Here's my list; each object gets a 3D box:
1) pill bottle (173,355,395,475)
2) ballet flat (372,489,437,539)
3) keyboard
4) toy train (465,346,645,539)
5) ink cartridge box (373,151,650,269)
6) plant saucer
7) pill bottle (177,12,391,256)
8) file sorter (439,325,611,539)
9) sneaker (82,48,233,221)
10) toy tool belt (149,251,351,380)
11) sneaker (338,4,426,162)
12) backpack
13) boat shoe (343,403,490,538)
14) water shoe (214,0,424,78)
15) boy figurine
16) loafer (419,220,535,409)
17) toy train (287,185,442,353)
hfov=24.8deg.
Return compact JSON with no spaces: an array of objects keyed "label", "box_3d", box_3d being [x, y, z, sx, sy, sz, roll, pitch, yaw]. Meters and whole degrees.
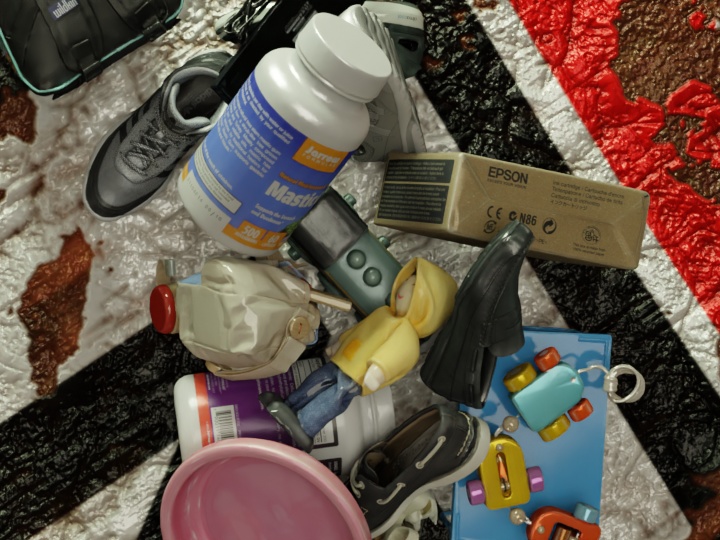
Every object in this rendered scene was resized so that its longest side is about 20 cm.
[{"label":"pill bottle","box_3d":[-0.071,0.142,1.530,0.198,0.112,0.114,-7,95,-7]},{"label":"ballet flat","box_3d":[0.038,0.240,1.525,0.068,0.068,0.201,30,52,-25]},{"label":"keyboard","box_3d":[-0.067,-0.230,1.473,0.201,0.039,0.104,-54,132,-12]},{"label":"toy train","box_3d":[0.174,0.168,1.472,0.149,0.056,0.202,15,95,-9]},{"label":"ink cartridge box","box_3d":[0.135,-0.055,1.495,0.198,0.165,0.076,10,91,-24]},{"label":"plant saucer","box_3d":[-0.078,0.230,1.449,0.199,0.051,0.202,9,118,16]},{"label":"pill bottle","box_3d":[-0.062,-0.118,1.407,0.112,0.112,0.200,36,117,-8]},{"label":"file sorter","box_3d":[0.150,0.153,1.554,0.137,0.123,0.202,3,93,-7]},{"label":"sneaker","box_3d":[-0.182,-0.126,1.497,0.075,0.114,0.200,43,88,-7]},{"label":"toy tool belt","box_3d":[-0.100,0.035,1.498,0.122,0.200,0.126,-6,94,-30]},{"label":"sneaker","box_3d":[0.004,-0.157,1.493,0.081,0.201,0.075,-18,53,5]},{"label":"backpack","box_3d":[-0.271,-0.276,1.456,0.175,0.153,0.201,-33,107,-6]},{"label":"boat shoe","box_3d":[0.027,0.181,1.472,0.060,0.074,0.199,29,133,-33]},{"label":"water shoe","box_3d":[-0.036,-0.210,1.531,0.198,0.071,0.080,-3,92,-7]},{"label":"boy figurine","box_3d":[0.006,0.072,1.433,0.200,0.124,0.064,-43,108,0]},{"label":"loafer","box_3d":[0.113,0.041,1.409,0.070,0.068,0.201,31,132,11]},{"label":"toy train","box_3d":[0.000,0.000,1.529,0.085,0.114,0.200,-42,97,-2]}]
